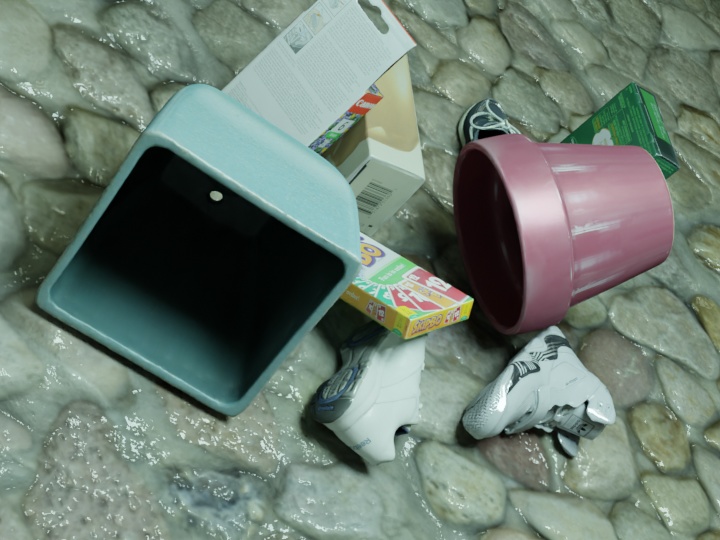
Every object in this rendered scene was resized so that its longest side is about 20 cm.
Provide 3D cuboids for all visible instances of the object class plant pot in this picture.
[{"bbox_3d":[-0.122,-0.042,1.107,0.196,0.196,0.200,32,30,-14],"label":"plant pot"},{"bbox_3d":[0.211,-0.048,1.343,0.179,0.200,0.200,-11,58,-13],"label":"plant pot"}]

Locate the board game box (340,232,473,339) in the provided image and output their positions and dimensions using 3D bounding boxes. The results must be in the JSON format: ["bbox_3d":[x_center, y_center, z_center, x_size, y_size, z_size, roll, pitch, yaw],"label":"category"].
[{"bbox_3d":[0.000,0.000,1.231,0.200,0.030,0.095,29,27,33],"label":"board game box"}]

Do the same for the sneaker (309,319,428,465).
[{"bbox_3d":[0.022,0.101,1.204,0.087,0.074,0.200,54,38,-15],"label":"sneaker"}]

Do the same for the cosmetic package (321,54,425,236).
[{"bbox_3d":[0.002,-0.147,1.376,0.071,0.105,0.200,21,42,-28],"label":"cosmetic package"}]

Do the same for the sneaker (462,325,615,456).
[{"bbox_3d":[0.183,0.135,1.294,0.115,0.075,0.200,45,34,7],"label":"sneaker"}]

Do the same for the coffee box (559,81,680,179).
[{"bbox_3d":[0.261,-0.106,1.490,0.044,0.200,0.123,25,40,-31],"label":"coffee box"}]

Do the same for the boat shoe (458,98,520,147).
[{"bbox_3d":[0.151,-0.146,1.540,0.075,0.062,0.200,33,38,-10],"label":"boat shoe"}]

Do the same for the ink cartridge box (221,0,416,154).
[{"bbox_3d":[-0.039,-0.191,1.299,0.109,0.200,0.050,54,19,14],"label":"ink cartridge box"}]
